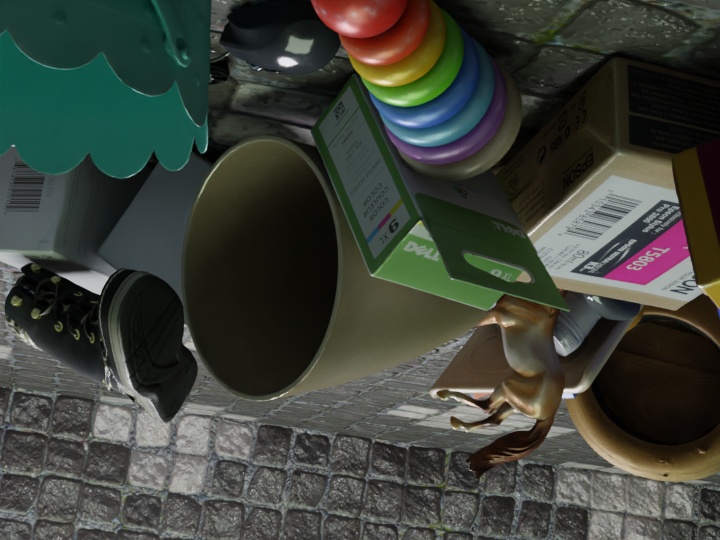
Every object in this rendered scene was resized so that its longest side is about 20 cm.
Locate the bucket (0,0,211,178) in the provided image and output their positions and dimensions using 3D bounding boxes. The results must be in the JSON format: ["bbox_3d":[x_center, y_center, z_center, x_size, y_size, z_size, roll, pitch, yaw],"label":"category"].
[{"bbox_3d":[-0.168,-0.139,0.748,0.206,0.135,0.207,5,167,1],"label":"bucket"}]

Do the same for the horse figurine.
[{"bbox_3d":[0.124,0.072,1.249,0.132,0.201,0.050,-5,-179,28],"label":"horse figurine"}]

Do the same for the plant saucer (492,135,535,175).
[{"bbox_3d":[0.148,-0.063,1.146,0.199,0.030,0.200,5,166,1],"label":"plant saucer"}]

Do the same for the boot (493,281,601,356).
[{"bbox_3d":[0.162,0.009,1.349,0.074,0.096,0.200,51,168,-30],"label":"boot"}]

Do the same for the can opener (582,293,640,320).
[{"bbox_3d":[0.169,-0.014,1.160,0.200,0.067,0.053,23,159,-39],"label":"can opener"}]

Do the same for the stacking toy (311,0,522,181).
[{"bbox_3d":[0.026,-0.124,0.854,0.085,0.086,0.200,1,162,24],"label":"stacking toy"}]

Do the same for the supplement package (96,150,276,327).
[{"bbox_3d":[-0.103,-0.006,1.257,0.117,0.117,0.200,36,-178,27],"label":"supplement package"}]

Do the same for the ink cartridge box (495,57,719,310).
[{"bbox_3d":[0.194,-0.051,1.005,0.164,0.075,0.200,11,154,-17],"label":"ink cartridge box"}]

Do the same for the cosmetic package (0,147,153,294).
[{"bbox_3d":[-0.227,-0.041,1.269,0.081,0.113,0.200,2,164,24],"label":"cosmetic package"}]

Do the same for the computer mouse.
[{"bbox_3d":[-0.083,-0.134,0.959,0.059,0.034,0.200,15,165,-36],"label":"computer mouse"}]

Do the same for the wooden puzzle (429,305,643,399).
[{"bbox_3d":[0.182,0.060,1.377,0.200,0.185,0.046,-10,120,47],"label":"wooden puzzle"}]

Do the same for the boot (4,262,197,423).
[{"bbox_3d":[-0.212,0.038,1.147,0.153,0.074,0.204,26,158,15],"label":"boot"}]

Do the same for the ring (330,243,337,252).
[{"bbox_3d":[0.035,-0.005,1.270,0.200,0.019,0.201,-22,149,-14],"label":"ring"}]

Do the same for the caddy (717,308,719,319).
[{"bbox_3d":[0.365,-0.003,1.155,0.199,0.105,0.142,10,143,-13],"label":"caddy"}]

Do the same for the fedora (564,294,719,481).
[{"bbox_3d":[0.296,0.107,1.421,0.200,0.201,0.082,1,173,25],"label":"fedora"}]

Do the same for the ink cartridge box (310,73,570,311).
[{"bbox_3d":[0.048,-0.035,0.975,0.104,0.200,0.059,17,125,-36],"label":"ink cartridge box"}]

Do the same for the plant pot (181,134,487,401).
[{"bbox_3d":[0.000,0.000,1.109,0.200,0.188,0.187,2,174,-42],"label":"plant pot"}]

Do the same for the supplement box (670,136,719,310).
[{"bbox_3d":[0.301,-0.033,0.857,0.200,0.103,0.131,-23,138,24],"label":"supplement box"}]
